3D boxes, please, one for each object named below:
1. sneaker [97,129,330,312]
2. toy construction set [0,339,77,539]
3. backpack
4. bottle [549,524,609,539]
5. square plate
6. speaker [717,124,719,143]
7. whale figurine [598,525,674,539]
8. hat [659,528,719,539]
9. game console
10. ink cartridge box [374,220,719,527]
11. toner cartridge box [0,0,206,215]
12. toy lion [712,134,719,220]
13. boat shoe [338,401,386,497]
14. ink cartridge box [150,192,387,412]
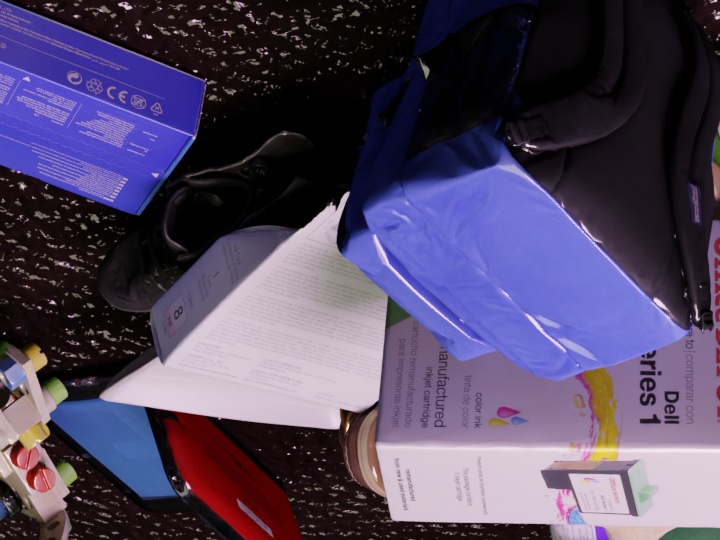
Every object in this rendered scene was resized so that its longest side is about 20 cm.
[{"bbox_3d":[-0.095,-0.027,1.209,0.198,0.061,0.104,-20,166,25],"label":"sneaker"},{"bbox_3d":[-0.235,0.136,1.423,0.131,0.092,0.202,12,120,53],"label":"toy construction set"},{"bbox_3d":[0.082,-0.070,1.013,0.167,0.201,0.163,-15,132,37],"label":"backpack"},{"bbox_3d":[0.157,0.141,1.415,0.065,0.084,0.201,1,147,12],"label":"bottle"},{"bbox_3d":[-0.038,0.049,1.328,0.199,0.029,0.198,10,149,-36],"label":"square plate"},{"bbox_3d":[0.282,-0.100,1.035,0.199,0.082,0.081,-24,135,39],"label":"speaker"},{"bbox_3d":[0.125,0.097,1.284,0.199,0.104,0.159,34,126,-16],"label":"whale figurine"},{"bbox_3d":[0.187,0.166,1.376,0.175,0.201,0.166,24,136,-3],"label":"hat"},{"bbox_3d":[-0.140,0.163,1.484,0.118,0.173,0.200,-32,136,9],"label":"game console"},{"bbox_3d":[0.114,0.052,1.080,0.198,0.146,0.084,0,145,8],"label":"ink cartridge box"},{"bbox_3d":[-0.197,-0.102,1.158,0.199,0.043,0.095,21,146,-19],"label":"toner cartridge box"},{"bbox_3d":[0.179,-0.011,1.186,0.199,0.069,0.191,37,144,-16],"label":"toy lion"},{"bbox_3d":[0.019,0.111,1.342,0.071,0.073,0.200,-7,-176,19],"label":"boat shoe"},{"bbox_3d":[0.000,0.000,1.176,0.162,0.057,0.200,17,129,-40],"label":"ink cartridge box"}]
